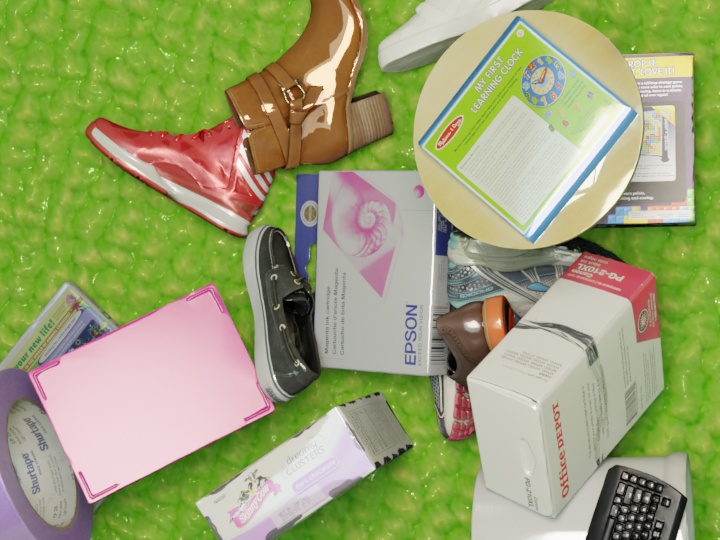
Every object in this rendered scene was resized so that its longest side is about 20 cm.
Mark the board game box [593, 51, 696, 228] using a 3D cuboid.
[{"bbox_3d":[0.229,-0.125,1.607,0.198,0.057,0.167,0,88,12],"label":"board game box"}]

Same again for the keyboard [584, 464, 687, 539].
[{"bbox_3d":[0.236,0.280,1.442,0.103,0.040,0.202,16,90,18],"label":"keyboard"}]

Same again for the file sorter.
[{"bbox_3d":[-0.207,0.128,1.633,0.199,0.125,0.140,-26,83,-11],"label":"file sorter"}]

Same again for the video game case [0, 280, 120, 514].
[{"bbox_3d":[-0.305,0.146,1.737,0.182,0.022,0.200,41,99,8],"label":"video game case"}]

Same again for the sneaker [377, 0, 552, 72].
[{"bbox_3d":[0.090,-0.284,1.631,0.198,0.074,0.116,-26,83,1],"label":"sneaker"}]

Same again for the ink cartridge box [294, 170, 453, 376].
[{"bbox_3d":[0.000,0.000,1.623,0.198,0.043,0.199,1,90,35],"label":"ink cartridge box"}]

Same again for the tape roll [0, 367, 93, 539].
[{"bbox_3d":[-0.342,0.202,1.632,0.065,0.200,0.202,-20,86,11],"label":"tape roll"}]

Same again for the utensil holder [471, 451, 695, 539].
[{"bbox_3d":[0.215,0.261,1.556,0.198,0.170,0.172,-4,90,14],"label":"utensil holder"}]

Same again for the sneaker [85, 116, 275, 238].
[{"bbox_3d":[-0.177,-0.129,1.692,0.199,0.078,0.116,32,88,-2],"label":"sneaker"}]

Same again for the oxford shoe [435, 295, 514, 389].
[{"bbox_3d":[0.121,0.088,1.570,0.072,0.201,0.072,-8,53,12],"label":"oxford shoe"}]

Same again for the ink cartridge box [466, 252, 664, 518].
[{"bbox_3d":[0.192,0.104,1.507,0.084,0.200,0.146,19,136,35],"label":"ink cartridge box"}]

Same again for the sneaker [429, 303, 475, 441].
[{"bbox_3d":[0.083,0.069,1.633,0.074,0.080,0.202,-10,83,33],"label":"sneaker"}]

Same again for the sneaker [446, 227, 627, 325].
[{"bbox_3d":[0.170,0.009,1.591,0.198,0.078,0.087,7,105,-19],"label":"sneaker"}]

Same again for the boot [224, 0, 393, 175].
[{"bbox_3d":[-0.065,-0.202,1.640,0.154,0.077,0.202,-18,100,-11],"label":"boot"}]

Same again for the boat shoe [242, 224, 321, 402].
[{"bbox_3d":[-0.072,0.036,1.630,0.056,0.068,0.202,-26,53,26],"label":"boat shoe"}]

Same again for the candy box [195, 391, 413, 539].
[{"bbox_3d":[-0.050,0.197,1.592,0.167,0.200,0.072,-34,84,10],"label":"candy box"}]

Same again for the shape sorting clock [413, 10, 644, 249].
[{"bbox_3d":[0.139,-0.118,1.373,0.198,0.039,0.203,-1,87,17],"label":"shape sorting clock"}]
